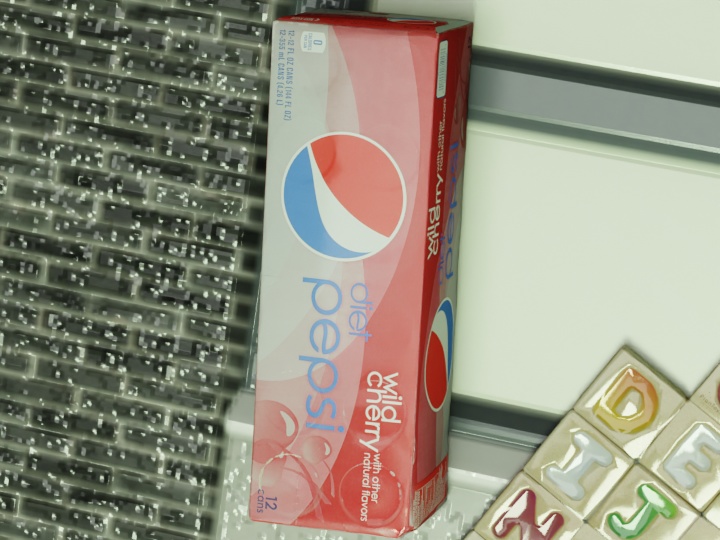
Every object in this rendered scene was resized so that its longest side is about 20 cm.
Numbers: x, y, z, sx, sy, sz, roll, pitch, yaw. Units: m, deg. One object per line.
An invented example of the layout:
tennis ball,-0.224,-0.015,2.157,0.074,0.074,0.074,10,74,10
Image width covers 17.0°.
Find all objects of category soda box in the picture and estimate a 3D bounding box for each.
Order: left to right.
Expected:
soda box,0.000,0.000,0.945,0.070,0.063,0.200,5,101,14

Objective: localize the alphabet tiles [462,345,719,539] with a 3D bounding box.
alphabet tiles,0.129,0.132,0.963,0.166,0.006,0.200,40,107,6
